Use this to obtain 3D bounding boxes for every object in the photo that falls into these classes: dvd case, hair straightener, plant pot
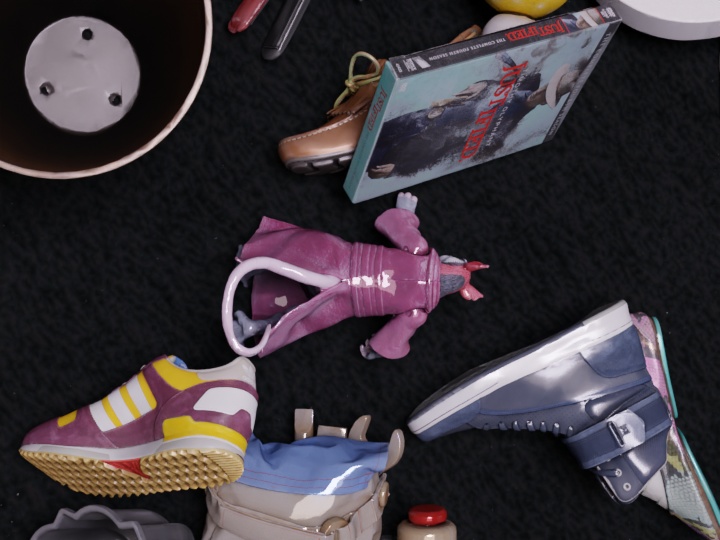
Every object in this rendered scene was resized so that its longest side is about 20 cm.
[{"bbox_3d":[0.089,-0.125,0.785,0.198,0.147,0.022,-20,66,-26],"label":"dvd case"},{"bbox_3d":[-0.025,-0.252,0.840,0.077,0.041,0.202,37,78,-30],"label":"hair straightener"},{"bbox_3d":[-0.198,-0.150,0.718,0.184,0.200,0.190,0,90,-10],"label":"plant pot"}]

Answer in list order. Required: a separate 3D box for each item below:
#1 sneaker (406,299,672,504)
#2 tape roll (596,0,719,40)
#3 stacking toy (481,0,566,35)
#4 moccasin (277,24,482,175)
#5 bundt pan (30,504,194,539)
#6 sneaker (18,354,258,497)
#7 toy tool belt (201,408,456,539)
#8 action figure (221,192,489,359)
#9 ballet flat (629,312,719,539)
[{"bbox_3d":[0.149,0.132,0.833,0.200,0.077,0.148,-25,89,7],"label":"sneaker"},{"bbox_3d":[0.270,-0.289,0.853,0.199,0.037,0.206,-2,78,9],"label":"tape roll"},{"bbox_3d":[0.133,-0.247,0.802,0.144,0.146,0.204,7,96,-11],"label":"stacking toy"},{"bbox_3d":[0.022,-0.137,0.824,0.199,0.074,0.079,-28,93,-10],"label":"moccasin"},{"bbox_3d":[-0.163,0.265,0.752,0.075,0.199,0.206,0,91,-54],"label":"bundt pan"},{"bbox_3d":[-0.162,0.112,0.775,0.197,0.075,0.091,-6,53,24],"label":"sneaker"},{"bbox_3d":[-0.023,0.160,0.792,0.196,0.125,0.125,1,91,1],"label":"toy tool belt"},{"bbox_3d":[0.000,0.000,0.792,0.196,0.149,0.136,-3,85,3],"label":"action figure"},{"bbox_3d":[0.245,0.138,0.881,0.070,0.069,0.203,-19,90,8],"label":"ballet flat"}]
